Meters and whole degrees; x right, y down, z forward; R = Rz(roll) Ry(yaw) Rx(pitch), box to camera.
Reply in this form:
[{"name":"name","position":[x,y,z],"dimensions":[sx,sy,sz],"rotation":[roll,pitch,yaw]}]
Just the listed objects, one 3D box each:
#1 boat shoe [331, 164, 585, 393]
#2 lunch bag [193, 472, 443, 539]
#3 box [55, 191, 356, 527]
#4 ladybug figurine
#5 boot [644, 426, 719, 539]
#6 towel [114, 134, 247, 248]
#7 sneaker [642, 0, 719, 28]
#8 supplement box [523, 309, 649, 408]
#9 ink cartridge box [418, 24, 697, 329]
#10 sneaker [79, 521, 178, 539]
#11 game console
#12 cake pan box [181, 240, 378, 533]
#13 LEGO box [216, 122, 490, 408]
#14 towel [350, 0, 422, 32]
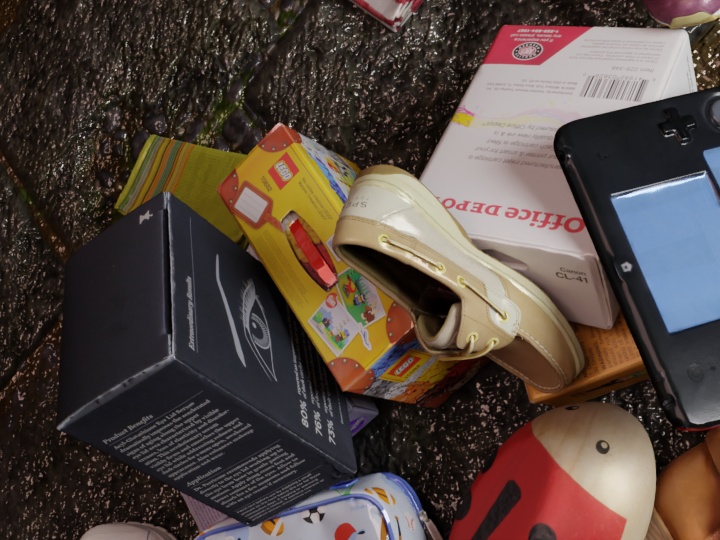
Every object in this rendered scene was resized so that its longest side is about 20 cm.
[{"name":"boat shoe","position":[0.059,0.022,0.660],"dimensions":[0.074,0.200,0.067],"rotation":[-29,25,57]},{"name":"lunch bag","position":[-0.029,0.238,0.784],"dimensions":[0.199,0.075,0.162],"rotation":[-20,84,25]},{"name":"box","position":[-0.106,0.068,0.732],"dimensions":[0.104,0.200,0.149],"rotation":[-31,44,21]},{"name":"ladybug figurine","position":[0.118,0.175,0.706],"dimensions":[0.201,0.071,0.136],"rotation":[-60,31,13]},{"name":"boot","position":[0.260,0.187,0.632],"dimensions":[0.155,0.073,0.200],"rotation":[-53,56,16]},{"name":"towel","position":[-0.157,-0.076,0.958],"dimensions":[0.199,0.018,0.087],"rotation":[16,82,45]},{"name":"sneaker","position":[0.226,-0.261,0.718],"dimensions":[0.074,0.090,0.202],"rotation":[-5,55,28]},{"name":"supplement box","position":[0.205,0.033,0.710],"dimensions":[0.199,0.066,0.069],"rotation":[-27,66,23]},{"name":"ink cartridge box","position":[0.136,-0.074,0.724],"dimensions":[0.146,0.086,0.201],"rotation":[12,60,32]},{"name":"sneaker","position":[-0.179,0.274,0.877],"dimensions":[0.199,0.087,0.075],"rotation":[24,93,34]},{"name":"game console","position":[0.227,-0.018,0.621],"dimensions":[0.175,0.031,0.202],"rotation":[-12,69,-17]},{"name":"cake pan box","position":[-0.105,0.099,0.895],"dimensions":[0.184,0.052,0.201],"rotation":[-43,61,14]},{"name":"LEGO box","position":[0.000,0.000,0.794],"dimensions":[0.077,0.149,0.201],"rotation":[-43,61,16]},{"name":"towel","position":[0.042,-0.329,0.919],"dimensions":[0.144,0.023,0.201],"rotation":[42,102,32]}]
